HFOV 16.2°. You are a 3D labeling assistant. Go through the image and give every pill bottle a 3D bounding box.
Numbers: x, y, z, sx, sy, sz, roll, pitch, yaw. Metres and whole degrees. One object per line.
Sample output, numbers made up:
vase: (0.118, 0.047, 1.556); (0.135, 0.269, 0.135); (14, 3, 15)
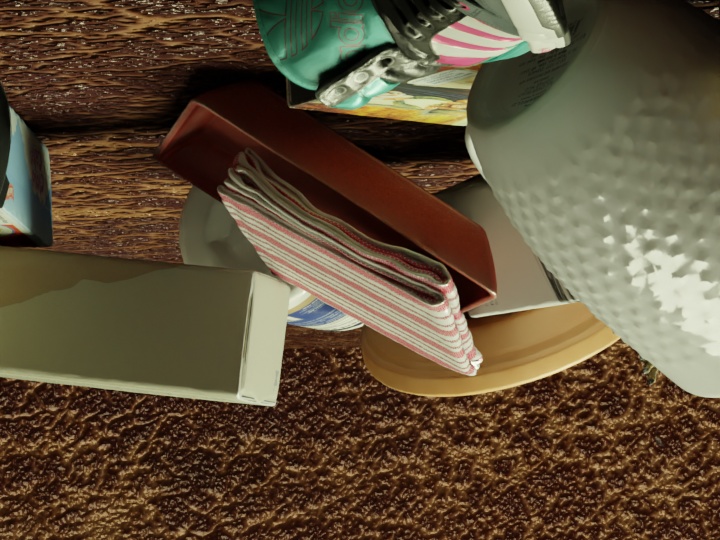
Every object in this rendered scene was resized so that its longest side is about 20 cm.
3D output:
pill bottle: (-0.030, -0.017, 1.695); (0.111, 0.111, 0.200); (-4, 173, 22)

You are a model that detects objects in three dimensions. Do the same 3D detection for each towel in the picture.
towel: (0.000, 0.000, 1.452); (0.146, 0.030, 0.200); (29, 171, 14)

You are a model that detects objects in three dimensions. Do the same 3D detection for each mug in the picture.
mug: (0.128, -0.048, 1.214); (0.175, 0.148, 0.200); (39, 160, -24)

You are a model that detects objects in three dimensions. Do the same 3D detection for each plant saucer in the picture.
plant saucer: (-0.018, -0.041, 1.471); (0.199, 0.037, 0.200); (33, 168, -6)
plant saucer: (0.092, 0.013, 1.623); (0.200, 0.037, 0.200); (-17, -156, 7)

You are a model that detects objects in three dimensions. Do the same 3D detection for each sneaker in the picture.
sneaker: (0.015, -0.115, 0.992); (0.121, 0.084, 0.200); (-12, 174, 6)

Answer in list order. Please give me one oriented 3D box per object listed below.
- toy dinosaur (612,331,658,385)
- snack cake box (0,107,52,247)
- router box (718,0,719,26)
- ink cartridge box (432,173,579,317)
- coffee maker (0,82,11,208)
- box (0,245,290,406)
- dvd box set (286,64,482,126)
toy dinosaur: (0.202, 0.020, 1.453); (0.101, 0.058, 0.200); (-21, -176, 18)
snack cake box: (-0.252, -0.055, 1.499); (0.115, 0.067, 0.200); (-3, 174, 0)
router box: (0.275, -0.121, 1.105); (0.200, 0.051, 0.149); (-5, 175, 29)
ink cartridge box: (0.159, -0.041, 1.465); (0.146, 0.086, 0.200); (-24, -172, -32)
coffee maker: (-0.281, -0.066, 1.092); (0.200, 0.135, 0.192); (-6, 172, 30)
box: (-0.151, 0.033, 1.540); (0.200, 0.078, 0.095); (5, 175, 12)
dvd box set: (0.082, -0.101, 1.337); (0.200, 0.029, 0.146); (4, 172, -36)
